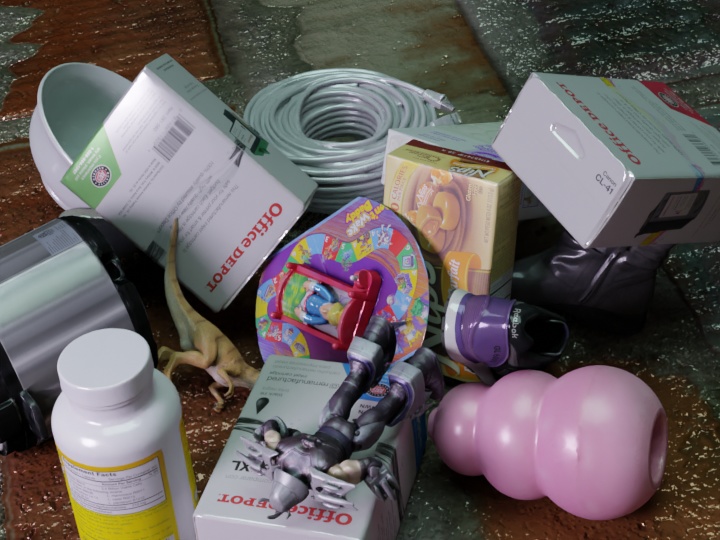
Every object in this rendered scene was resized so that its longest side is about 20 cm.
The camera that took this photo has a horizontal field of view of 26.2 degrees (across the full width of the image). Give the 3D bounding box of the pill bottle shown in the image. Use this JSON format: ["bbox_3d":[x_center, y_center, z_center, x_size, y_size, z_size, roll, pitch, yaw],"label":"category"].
[{"bbox_3d":[-0.189,0.147,1.240,0.103,0.202,0.105,-3,36,2],"label":"pill bottle"}]

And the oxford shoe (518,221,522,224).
[{"bbox_3d":[0.131,-0.059,1.575,0.074,0.059,0.199,15,19,26],"label":"oxford shoe"}]

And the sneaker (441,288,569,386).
[{"bbox_3d":[0.144,0.067,1.336,0.087,0.077,0.200,4,-8,26],"label":"sneaker"}]

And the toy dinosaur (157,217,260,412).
[{"bbox_3d":[-0.151,0.066,1.436,0.106,0.060,0.200,-38,82,-18],"label":"toy dinosaur"}]

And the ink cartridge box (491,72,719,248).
[{"bbox_3d":[0.236,-0.097,1.362,0.198,0.086,0.148,-4,44,-42],"label":"ink cartridge box"}]

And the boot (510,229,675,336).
[{"bbox_3d":[0.190,-0.021,1.441,0.197,0.133,0.070,9,39,-3],"label":"boot"}]

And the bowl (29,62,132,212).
[{"bbox_3d":[-0.280,-0.118,1.657,0.200,0.090,0.202,32,34,-25],"label":"bowl"}]

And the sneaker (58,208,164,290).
[{"bbox_3d":[-0.223,-0.002,1.560,0.197,0.075,0.107,0,48,11],"label":"sneaker"}]

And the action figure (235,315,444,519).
[{"bbox_3d":[-0.012,0.129,1.218,0.129,0.070,0.200,26,50,23],"label":"action figure"}]

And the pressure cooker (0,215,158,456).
[{"bbox_3d":[-0.303,0.063,1.377,0.199,0.180,0.176,-29,1,-24],"label":"pressure cooker"}]

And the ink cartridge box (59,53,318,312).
[{"bbox_3d":[-0.160,-0.083,1.474,0.200,0.146,0.084,41,19,-5],"label":"ink cartridge box"}]

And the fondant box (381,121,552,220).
[{"bbox_3d":[0.139,-0.099,1.510,0.143,0.059,0.199,23,22,40],"label":"fondant box"}]

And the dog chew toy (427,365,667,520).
[{"bbox_3d":[0.151,0.138,1.284,0.198,0.126,0.125,3,37,25],"label":"dog chew toy"}]

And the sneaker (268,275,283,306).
[{"bbox_3d":[0.000,0.000,1.523,0.197,0.074,0.116,-3,34,-13],"label":"sneaker"}]

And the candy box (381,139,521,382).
[{"bbox_3d":[0.078,-0.007,1.404,0.114,0.202,0.055,17,29,28],"label":"candy box"}]

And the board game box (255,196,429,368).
[{"bbox_3d":[-0.031,0.028,1.389,0.199,0.039,0.160,-31,66,29],"label":"board game box"}]

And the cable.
[{"bbox_3d":[-0.020,-0.136,1.587,0.199,0.070,0.199,-33,48,-32],"label":"cable"}]

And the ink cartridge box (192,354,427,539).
[{"bbox_3d":[-0.037,0.172,1.285,0.144,0.085,0.201,6,38,14],"label":"ink cartridge box"}]

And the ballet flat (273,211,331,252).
[{"bbox_3d":[-0.012,-0.073,1.610,0.198,0.068,0.076,-24,64,-20],"label":"ballet flat"}]
